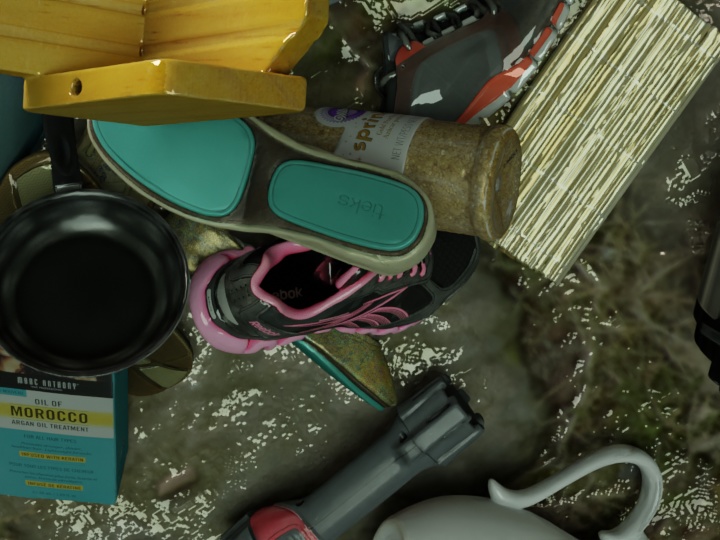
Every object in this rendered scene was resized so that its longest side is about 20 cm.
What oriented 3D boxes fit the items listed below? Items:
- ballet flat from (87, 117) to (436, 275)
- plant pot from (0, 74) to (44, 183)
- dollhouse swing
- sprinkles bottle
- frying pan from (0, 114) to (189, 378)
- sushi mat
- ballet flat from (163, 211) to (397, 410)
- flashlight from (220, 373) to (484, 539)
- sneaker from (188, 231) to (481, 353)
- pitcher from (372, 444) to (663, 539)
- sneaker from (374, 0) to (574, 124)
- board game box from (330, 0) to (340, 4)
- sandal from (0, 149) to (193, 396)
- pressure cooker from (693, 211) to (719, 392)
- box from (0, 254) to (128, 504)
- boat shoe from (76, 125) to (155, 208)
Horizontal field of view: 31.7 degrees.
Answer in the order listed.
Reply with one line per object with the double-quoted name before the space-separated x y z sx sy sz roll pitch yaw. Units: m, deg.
"ballet flat" -0.054 -0.048 0.698 0.199 0.069 0.070 24 107 5
"plant pot" -0.281 -0.103 0.700 0.199 0.188 0.201 -1 109 -4
"dollhouse swing" -0.135 -0.180 0.577 0.175 0.181 0.201 6 87 -45
"sprinkles bottle" -0.007 -0.063 0.752 0.199 0.068 0.069 10 111 22
"frying pan" -0.173 -0.020 0.708 0.115 0.031 0.190 -30 70 -21
"sushi mat" 0.148 -0.093 0.828 0.095 0.012 0.200 30 104 -14
"ballet flat" -0.043 0.017 0.828 0.200 0.071 0.071 34 103 -15
"flashlight" -0.004 0.150 0.873 0.200 0.068 0.068 -40 136 8
"sneaker" 0.000 0.000 0.770 0.199 0.095 0.079 -15 82 -29
"pitcher" 0.113 0.198 0.882 0.199 0.121 0.172 10 92 -19
"sneaker" 0.056 -0.132 0.778 0.082 0.077 0.200 37 102 -9
"board game box" -0.090 -0.225 0.695 0.198 0.043 0.201 -21 86 3
"sandal" -0.169 0.001 0.810 0.080 0.054 0.200 -22 131 6
"pressure cooker" 0.305 0.007 0.793 0.175 0.179 0.201 14 108 7
"box" -0.189 0.068 0.795 0.082 0.049 0.200 6 135 -4
"boat shoe" -0.129 -0.130 0.763 0.062 0.073 0.201 16 109 -10
